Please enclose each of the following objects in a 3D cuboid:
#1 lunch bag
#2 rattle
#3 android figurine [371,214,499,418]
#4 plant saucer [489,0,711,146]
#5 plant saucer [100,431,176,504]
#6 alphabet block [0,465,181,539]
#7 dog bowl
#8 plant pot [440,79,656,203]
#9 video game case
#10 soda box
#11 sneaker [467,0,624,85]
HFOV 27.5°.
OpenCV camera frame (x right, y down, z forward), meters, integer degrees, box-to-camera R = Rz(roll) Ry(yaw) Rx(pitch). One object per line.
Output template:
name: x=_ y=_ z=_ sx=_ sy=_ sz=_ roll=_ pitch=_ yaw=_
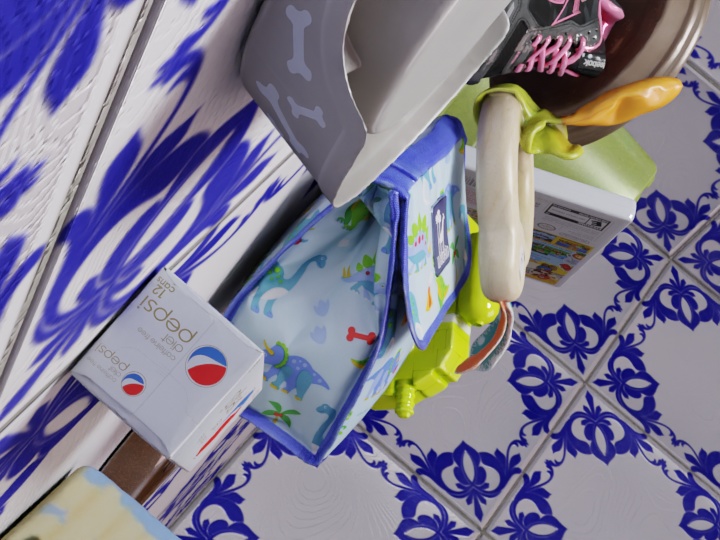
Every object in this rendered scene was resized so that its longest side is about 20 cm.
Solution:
lunch bag: x=0.000 y=0.000 z=0.968 sx=0.200 sy=0.127 sz=0.170 roll=-63 pitch=175 yaw=25
rattle: x=0.138 y=-0.025 z=0.997 sx=0.130 sy=0.143 sz=0.200 roll=101 pitch=-8 yaw=-68
android figurine: x=0.024 y=0.021 z=1.124 sx=0.041 sy=0.182 sz=0.200 roll=43 pitch=49 yaw=-51
plant saucer: x=0.169 y=-0.181 z=1.095 sx=0.200 sy=0.029 sz=0.200 roll=-30 pitch=-136 yaw=34
plant saucer: x=-0.148 y=0.128 z=1.161 sx=0.200 sy=0.034 sz=0.200 roll=-51 pitch=177 yaw=-4
alphabet block: x=-0.189 y=0.278 z=0.899 sx=0.196 sy=0.195 sz=0.200 roll=-54 pitch=177 yaw=33
dog bowl: x=0.033 y=-0.117 z=0.533 sx=0.200 sy=0.059 sz=0.200 roll=-50 pitch=178 yaw=-3
plant pot: x=0.165 y=-0.108 z=1.356 sx=0.200 sy=0.190 sz=0.200 roll=-51 pitch=177 yaw=-3
video game case: x=0.109 y=-0.050 z=1.253 sx=0.182 sy=0.200 sz=0.023 roll=123 pitch=-17 yaw=-68
soda box: x=-0.095 y=0.058 z=0.765 sx=0.068 sy=0.064 sz=0.200 roll=-49 pitch=176 yaw=-10
sneaker: x=0.122 y=-0.161 z=0.983 sx=0.079 sy=0.095 sz=0.200 roll=-50 pitch=177 yaw=38
